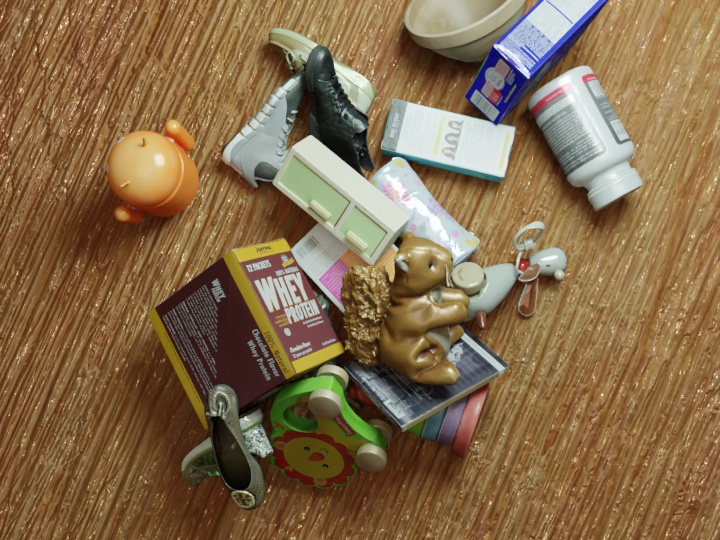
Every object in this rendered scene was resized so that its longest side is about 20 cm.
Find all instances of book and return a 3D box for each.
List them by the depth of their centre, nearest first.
[{"bbox_3d":[0.000,0.000,1.437,0.133,0.048,0.200,-43,82,1],"label":"book"}]

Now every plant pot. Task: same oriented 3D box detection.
[{"bbox_3d":[0.175,-0.390,1.413,0.199,0.093,0.202,-19,42,18],"label":"plant pot"}]

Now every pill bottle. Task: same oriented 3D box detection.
[{"bbox_3d":[0.347,-0.198,1.395,0.110,0.111,0.202,-27,84,1],"label":"pill bottle"}]

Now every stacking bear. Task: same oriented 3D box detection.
[{"bbox_3d":[0.083,0.192,1.387,0.198,0.114,0.123,20,87,10],"label":"stacking bear"}]

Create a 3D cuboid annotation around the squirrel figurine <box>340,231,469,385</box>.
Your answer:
[{"bbox_3d":[0.056,0.044,1.305,0.197,0.142,0.189,1,118,17],"label":"squirrel figurine"}]

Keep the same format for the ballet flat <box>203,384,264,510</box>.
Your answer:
[{"bbox_3d":[-0.184,0.259,1.301,0.066,0.046,0.202,-5,110,14],"label":"ballet flat"}]

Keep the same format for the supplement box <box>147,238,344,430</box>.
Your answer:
[{"bbox_3d":[-0.170,0.092,1.356,0.199,0.132,0.199,-33,81,30],"label":"supplement box"}]

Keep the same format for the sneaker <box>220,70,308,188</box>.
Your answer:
[{"bbox_3d":[-0.119,-0.210,1.447,0.116,0.075,0.200,46,109,-1],"label":"sneaker"}]

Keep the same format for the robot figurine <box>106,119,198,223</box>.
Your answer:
[{"bbox_3d":[-0.314,-0.148,1.393,0.142,0.200,0.118,-22,84,3],"label":"robot figurine"}]

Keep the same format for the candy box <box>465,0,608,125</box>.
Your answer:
[{"bbox_3d":[0.262,-0.334,1.362,0.077,0.169,0.200,44,74,4],"label":"candy box"}]

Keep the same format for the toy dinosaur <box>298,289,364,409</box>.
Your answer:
[{"bbox_3d":[-0.067,0.133,1.432,0.087,0.047,0.202,-19,87,-4],"label":"toy dinosaur"}]

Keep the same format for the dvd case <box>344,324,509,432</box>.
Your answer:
[{"bbox_3d":[0.096,0.145,1.349,0.199,0.016,0.149,-25,44,-25],"label":"dvd case"}]

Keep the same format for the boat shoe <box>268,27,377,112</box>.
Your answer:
[{"bbox_3d":[-0.069,-0.313,1.456,0.200,0.073,0.063,34,85,-2],"label":"boat shoe"}]

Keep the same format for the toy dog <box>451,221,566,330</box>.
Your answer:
[{"bbox_3d":[0.225,0.029,1.385,0.199,0.132,0.097,-30,54,9],"label":"toy dog"}]

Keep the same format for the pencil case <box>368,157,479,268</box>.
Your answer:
[{"bbox_3d":[0.093,-0.080,1.417,0.091,0.083,0.200,-43,83,0],"label":"pencil case"}]

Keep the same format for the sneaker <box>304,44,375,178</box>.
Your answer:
[{"bbox_3d":[-0.027,-0.242,1.407,0.103,0.201,0.060,22,45,22],"label":"sneaker"}]

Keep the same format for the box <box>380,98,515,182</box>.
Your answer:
[{"bbox_3d":[0.137,-0.203,1.441,0.198,0.049,0.083,14,86,5],"label":"box"}]

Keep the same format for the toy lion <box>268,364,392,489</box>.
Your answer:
[{"bbox_3d":[-0.064,0.246,1.356,0.190,0.069,0.201,-20,123,28],"label":"toy lion"}]

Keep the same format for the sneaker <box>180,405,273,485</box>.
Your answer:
[{"bbox_3d":[-0.200,0.287,1.374,0.200,0.077,0.089,-44,71,36],"label":"sneaker"}]

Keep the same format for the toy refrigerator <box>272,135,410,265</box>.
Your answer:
[{"bbox_3d":[-0.030,-0.105,1.377,0.199,0.070,0.076,40,126,5],"label":"toy refrigerator"}]
